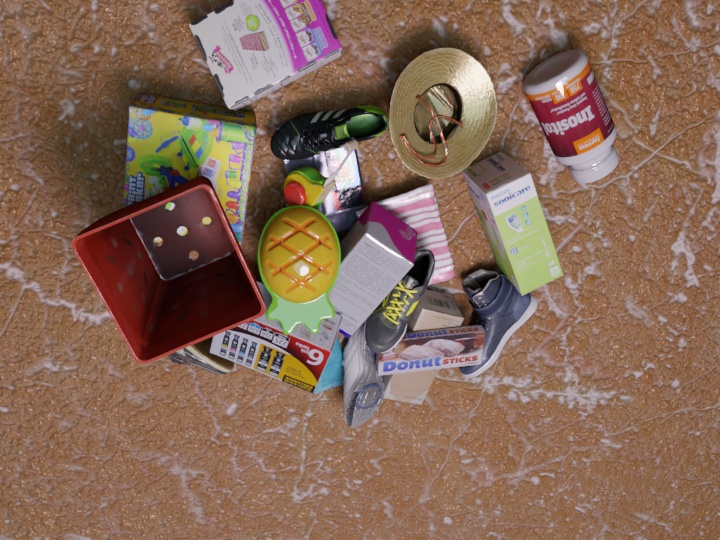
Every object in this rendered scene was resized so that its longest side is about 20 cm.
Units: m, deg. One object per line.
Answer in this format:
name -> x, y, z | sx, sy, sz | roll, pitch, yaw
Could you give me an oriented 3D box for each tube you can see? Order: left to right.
tube -> -0.068, 0.140, 1.342 | 0.075, 0.051, 0.204 | -14, 118, -7

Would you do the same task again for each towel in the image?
towel -> 0.085, -0.045, 1.285 | 0.143, 0.030, 0.203 | -21, 124, -2

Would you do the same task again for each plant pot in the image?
plant pot -> -0.261, -0.026, 1.034 | 0.196, 0.177, 0.203 | -21, 116, 1

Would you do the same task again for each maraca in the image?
maraca -> -0.097, -0.001, 1.150 | 0.133, 0.107, 0.206 | -1, 91, -4

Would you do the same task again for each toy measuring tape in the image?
toy measuring tape -> -0.074, -0.154, 1.151 | 0.072, 0.075, 0.201 | 22, 136, -17

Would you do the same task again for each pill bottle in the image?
pill bottle -> 0.363, -0.256, 1.220 | 0.112, 0.113, 0.202 | -32, 114, 4

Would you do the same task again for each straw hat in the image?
straw hat -> 0.121, -0.258, 1.189 | 0.195, 0.085, 0.207 | -3, 103, -14

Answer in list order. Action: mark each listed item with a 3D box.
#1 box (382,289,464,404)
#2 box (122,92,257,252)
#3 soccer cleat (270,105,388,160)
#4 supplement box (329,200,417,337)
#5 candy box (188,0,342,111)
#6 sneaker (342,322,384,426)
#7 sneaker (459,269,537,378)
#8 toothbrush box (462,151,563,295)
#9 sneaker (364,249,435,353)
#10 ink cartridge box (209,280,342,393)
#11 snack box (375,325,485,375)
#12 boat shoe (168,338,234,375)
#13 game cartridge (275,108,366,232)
box -> 0.105, 0.141, 1.340 | 0.093, 0.078, 0.204 | 11, 116, -21
box -> -0.270, -0.155, 1.141 | 0.187, 0.122, 0.205 | 7, 111, -13
soccer cleat -> -0.049, -0.221, 1.145 | 0.195, 0.081, 0.069 | -16, 107, -4
supplement box -> 0.000, 0.000, 1.226 | 0.102, 0.102, 0.201 | 30, 126, -13
candy box -> -0.142, -0.351, 1.099 | 0.196, 0.061, 0.139 | -26, 96, 1
sneaker -> 0.001, 0.186, 1.336 | 0.073, 0.086, 0.206 | 10, 93, -35
sneaker -> 0.220, 0.093, 1.347 | 0.145, 0.077, 0.204 | 33, 99, -31
toothbrush box -> 0.263, -0.084, 1.255 | 0.084, 0.146, 0.203 | -23, 115, 1
sneaker -> 0.065, 0.044, 1.225 | 0.073, 0.085, 0.203 | 27, 73, 7
ink cartridge box -> -0.150, 0.123, 1.242 | 0.196, 0.085, 0.177 | 21, 136, -2
snack box -> 0.124, 0.142, 1.283 | 0.194, 0.024, 0.074 | -5, 121, -12
boat shoe -> -0.317, 0.131, 1.284 | 0.198, 0.074, 0.065 | 36, 114, -18
game cartridge -> -0.062, -0.161, 1.226 | 0.126, 0.039, 0.205 | -12, 114, -1
